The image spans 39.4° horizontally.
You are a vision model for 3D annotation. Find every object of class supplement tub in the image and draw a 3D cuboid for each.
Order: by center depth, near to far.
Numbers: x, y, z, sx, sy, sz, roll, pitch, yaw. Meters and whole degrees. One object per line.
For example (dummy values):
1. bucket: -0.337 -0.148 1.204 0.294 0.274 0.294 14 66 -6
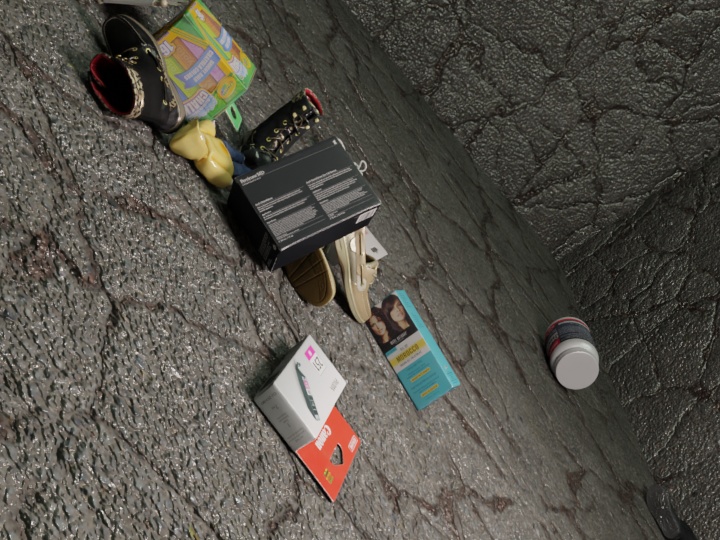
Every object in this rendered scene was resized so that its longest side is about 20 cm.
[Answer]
1. supplement tub: 0.610 0.237 2.906 0.141 0.140 0.201 48 18 -18

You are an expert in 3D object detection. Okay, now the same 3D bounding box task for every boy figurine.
1. boy figurine: -0.230 -0.190 1.589 0.199 0.064 0.126 28 41 -60

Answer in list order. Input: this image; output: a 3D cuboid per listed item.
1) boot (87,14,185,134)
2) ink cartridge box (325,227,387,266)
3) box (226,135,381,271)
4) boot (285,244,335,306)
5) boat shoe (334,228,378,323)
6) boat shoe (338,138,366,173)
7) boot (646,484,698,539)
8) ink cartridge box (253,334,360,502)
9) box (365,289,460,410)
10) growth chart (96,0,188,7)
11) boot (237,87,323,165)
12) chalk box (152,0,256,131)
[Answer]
1. boot: -0.344 -0.296 1.471 0.202 0.072 0.150 63 16 4
2. ink cartridge box: -0.048 -0.079 1.836 0.201 0.068 0.115 50 18 4
3. box: -0.090 -0.108 1.591 0.198 0.079 0.142 -26 75 -28
4. boot: -0.081 -0.031 1.689 0.202 0.072 0.154 59 15 13
5. boat shoe: 0.000 0.000 1.742 0.072 0.064 0.203 -93 172 -63
6. boat shoe: -0.027 -0.202 2.113 0.074 0.086 0.204 36 25 -45
7. boot: 0.919 0.727 2.949 0.199 0.065 0.167 31 37 -46
8. ink cartridge box: -0.055 0.197 1.381 0.174 0.043 0.200 52 17 -5
9. box: 0.090 0.141 1.801 0.202 0.082 0.049 58 19 12
10. growth chart: -0.351 -0.459 1.686 0.200 0.142 0.018 -70 162 -68
11. boot: -0.139 -0.233 1.758 0.074 0.153 0.205 46 19 -24
12. chalk box: -0.256 -0.323 1.662 0.200 0.123 0.125 48 19 -21
